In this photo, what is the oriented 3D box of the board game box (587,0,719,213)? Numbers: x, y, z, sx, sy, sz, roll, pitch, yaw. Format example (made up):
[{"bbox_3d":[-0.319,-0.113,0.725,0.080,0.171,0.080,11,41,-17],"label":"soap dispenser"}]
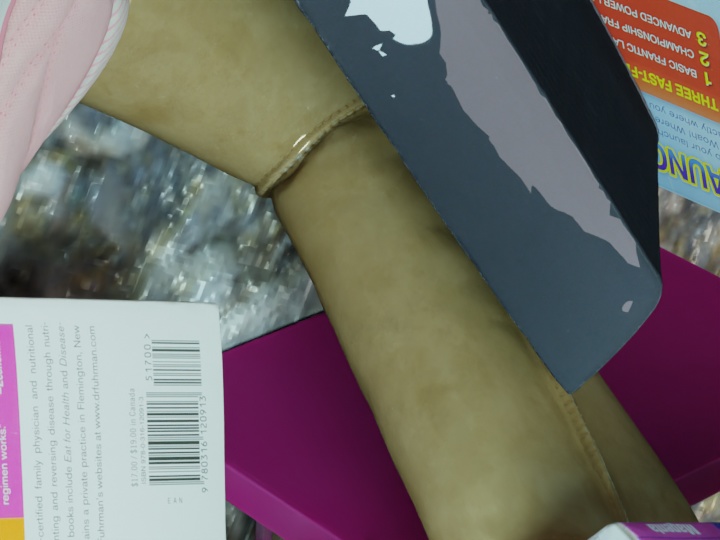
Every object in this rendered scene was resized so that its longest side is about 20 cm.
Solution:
[{"bbox_3d":[0.091,-0.112,0.803,0.056,0.200,0.196,-37,134,-27],"label":"board game box"}]

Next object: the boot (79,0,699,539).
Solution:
[{"bbox_3d":[0.000,0.000,0.769,0.175,0.201,0.066,6,140,-47],"label":"boot"}]

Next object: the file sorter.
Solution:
[{"bbox_3d":[0.045,0.087,0.911,0.200,0.139,0.126,-21,127,-37],"label":"file sorter"}]

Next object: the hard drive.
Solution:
[{"bbox_3d":[0.019,-0.079,0.760,0.042,0.135,0.200,-28,111,17],"label":"hard drive"}]

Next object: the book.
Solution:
[{"bbox_3d":[-0.119,0.071,0.709,0.199,0.048,0.134,3,83,-39],"label":"book"}]

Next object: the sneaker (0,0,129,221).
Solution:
[{"bbox_3d":[-0.090,-0.090,0.671,0.105,0.075,0.201,-64,172,-57],"label":"sneaker"}]

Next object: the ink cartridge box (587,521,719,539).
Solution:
[{"bbox_3d":[0.101,0.101,0.764,0.196,0.043,0.200,6,143,-48],"label":"ink cartridge box"}]
